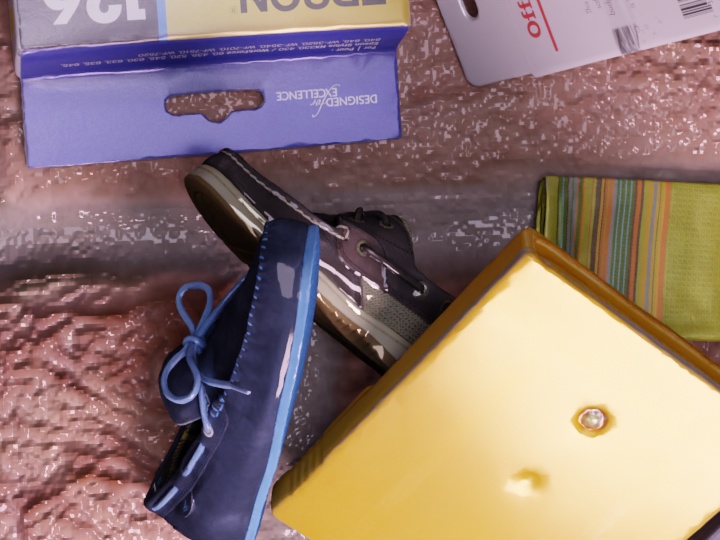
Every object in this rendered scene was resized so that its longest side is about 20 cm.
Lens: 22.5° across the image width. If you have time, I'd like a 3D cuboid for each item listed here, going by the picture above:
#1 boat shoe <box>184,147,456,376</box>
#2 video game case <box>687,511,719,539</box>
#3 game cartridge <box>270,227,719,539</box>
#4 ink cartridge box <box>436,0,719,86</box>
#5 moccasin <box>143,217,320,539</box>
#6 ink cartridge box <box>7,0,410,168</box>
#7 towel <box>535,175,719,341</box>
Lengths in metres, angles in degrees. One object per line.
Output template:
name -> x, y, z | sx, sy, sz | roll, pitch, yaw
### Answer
boat shoe -> 0.001, 0.000, 0.908 | 0.201, 0.072, 0.066 | 42, 80, -17
video game case -> 0.192, 0.240, 0.966 | 0.143, 0.019, 0.200 | -42, 115, -6
game cartridge -> 0.082, 0.096, 0.899 | 0.176, 0.033, 0.200 | 35, 118, -19
ink cartridge box -> 0.125, -0.168, 0.882 | 0.067, 0.199, 0.116 | -34, 107, -42
moccasin -> -0.065, 0.060, 0.855 | 0.068, 0.081, 0.201 | 15, 123, -1
ink cartridge box -> -0.075, -0.158, 0.890 | 0.196, 0.047, 0.202 | -6, 93, -12
towel -> 0.188, -0.005, 0.971 | 0.198, 0.018, 0.087 | 1, 95, -12
